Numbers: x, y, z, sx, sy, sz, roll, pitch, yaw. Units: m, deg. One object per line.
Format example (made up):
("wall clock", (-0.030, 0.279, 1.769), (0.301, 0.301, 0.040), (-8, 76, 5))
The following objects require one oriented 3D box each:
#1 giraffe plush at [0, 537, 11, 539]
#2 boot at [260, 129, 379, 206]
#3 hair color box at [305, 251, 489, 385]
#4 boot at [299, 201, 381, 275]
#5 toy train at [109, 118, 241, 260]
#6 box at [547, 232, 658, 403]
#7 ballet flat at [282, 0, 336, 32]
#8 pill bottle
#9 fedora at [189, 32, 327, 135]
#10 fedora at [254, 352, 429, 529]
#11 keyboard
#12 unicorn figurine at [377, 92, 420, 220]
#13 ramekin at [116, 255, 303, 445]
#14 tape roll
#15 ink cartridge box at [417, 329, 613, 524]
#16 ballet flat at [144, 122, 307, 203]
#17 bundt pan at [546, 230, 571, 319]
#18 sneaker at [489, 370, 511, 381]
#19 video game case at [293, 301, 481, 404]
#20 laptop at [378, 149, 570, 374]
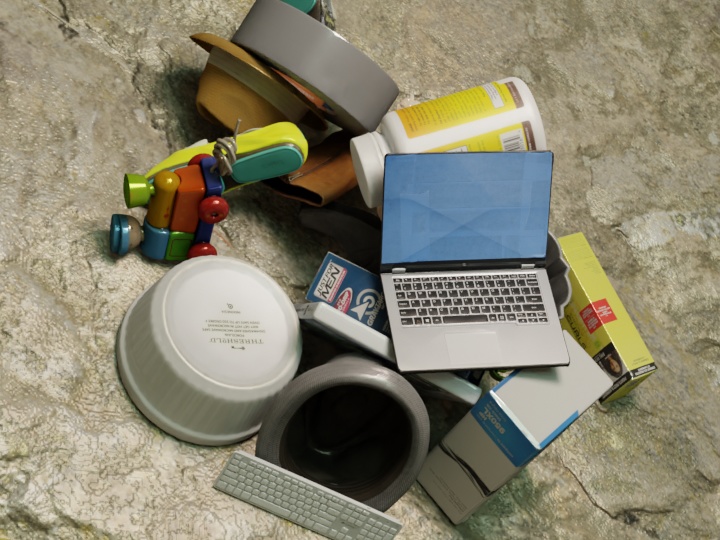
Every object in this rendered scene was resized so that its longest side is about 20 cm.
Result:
("giraffe plush", (-0.332, 0.323, 1.371), (0.199, 0.172, 0.163), (30, 71, -22))
("boot", (0.006, -0.115, 1.809), (0.187, 0.069, 0.200), (28, 28, 23))
("hair color box", (0.047, 0.055, 1.694), (0.199, 0.100, 0.061), (26, 85, 14))
("boot", (0.000, 0.000, 1.790), (0.199, 0.070, 0.133), (17, 86, 24))
("toy train", (-0.203, -0.091, 1.662), (0.115, 0.201, 0.085), (-1, 47, -20))
("box", (0.287, 0.058, 1.918), (0.050, 0.075, 0.201), (-13, 69, -34))
("ballet flat", (-0.059, -0.311, 1.977), (0.071, 0.072, 0.202), (6, 58, -26))
("pill bottle", (0.093, -0.132, 1.674), (0.198, 0.109, 0.110), (-16, 66, -6))
("fedora", (-0.134, -0.197, 1.814), (0.200, 0.201, 0.082), (34, 86, -6))
("fedora", (-0.017, 0.165, 1.635), (0.176, 0.201, 0.091), (19, 27, -9))
("keyboard", (-0.055, 0.246, 1.623), (0.199, 0.056, 0.011), (26, 26, -12))
("unicorn figurine", (0.081, -0.123, 1.759), (0.137, 0.074, 0.201), (25, 56, 9))
("ramekin", (-0.153, 0.076, 1.650), (0.201, 0.094, 0.204), (14, 54, -21))
("tape roll", (-0.054, -0.235, 1.800), (0.199, 0.200, 0.066), (34, 86, -6))
("ink cartridge box", (0.163, 0.174, 1.695), (0.084, 0.200, 0.144), (48, 50, 10))
("ballet flat", (-0.155, -0.124, 1.756), (0.198, 0.067, 0.067), (-15, 46, 7))
("bundt pan", (0.153, 0.007, 1.874), (0.200, 0.076, 0.203), (13, 55, -20))
("sneaker", (0.137, 0.027, 1.757), (0.082, 0.072, 0.201), (-14, 71, -27))
("video game case", (0.020, 0.090, 1.692), (0.199, 0.182, 0.023), (29, 82, -10))
("laptop", (0.121, -0.010, 1.606), (0.185, 0.116, 0.201), (-2, 53, -11))
